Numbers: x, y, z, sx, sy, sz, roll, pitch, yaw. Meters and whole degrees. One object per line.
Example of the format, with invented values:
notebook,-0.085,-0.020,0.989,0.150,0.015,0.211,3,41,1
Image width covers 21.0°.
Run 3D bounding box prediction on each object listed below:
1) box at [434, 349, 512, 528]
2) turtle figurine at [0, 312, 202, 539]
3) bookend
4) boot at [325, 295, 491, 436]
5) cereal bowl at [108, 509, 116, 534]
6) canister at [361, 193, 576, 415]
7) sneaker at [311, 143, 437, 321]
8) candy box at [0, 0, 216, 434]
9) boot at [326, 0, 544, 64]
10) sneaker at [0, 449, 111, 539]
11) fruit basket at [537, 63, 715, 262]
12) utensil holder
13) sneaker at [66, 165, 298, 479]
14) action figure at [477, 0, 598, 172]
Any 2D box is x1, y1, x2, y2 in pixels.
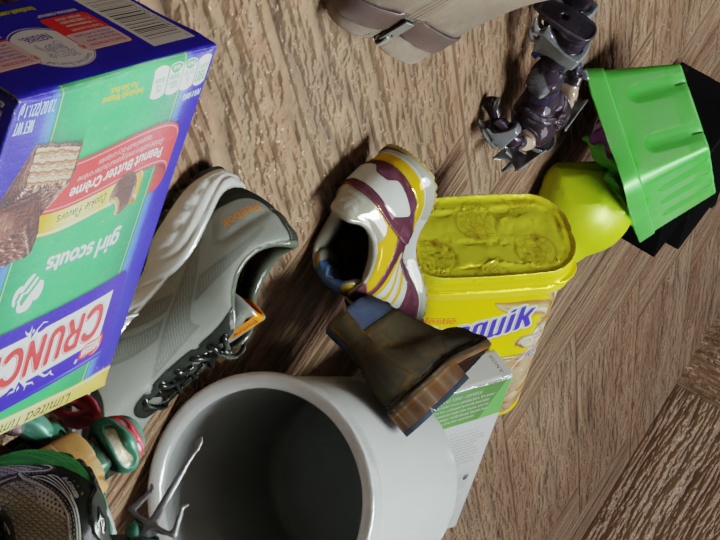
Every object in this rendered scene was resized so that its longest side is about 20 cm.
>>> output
box,0.036,0.157,1.600,0.144,0.036,0.200,-13,142,-28
turtle figurine,-0.169,0.118,1.050,0.200,0.150,0.101,-37,169,-35
bookend,0.333,-0.091,2.181,0.199,0.092,0.200,-50,161,-27
boot,0.036,0.049,1.417,0.075,0.097,0.200,-43,179,13
cereal bowl,-0.207,0.212,1.149,0.200,0.083,0.200,-52,159,-28
canister,0.084,0.036,1.601,0.148,0.087,0.200,-4,141,-14
sneaker,0.000,0.000,1.438,0.090,0.075,0.201,-38,147,-33
candy box,-0.165,-0.021,0.910,0.169,0.077,0.201,-28,145,-60
boot,0.080,-0.182,1.233,0.199,0.070,0.146,20,133,-40
sneaker,-0.202,0.131,0.886,0.085,0.199,0.078,1,76,-67
fruit basket,0.239,-0.096,1.895,0.215,0.156,0.216,-14,164,-4
utensil holder,-0.033,0.157,1.392,0.171,0.170,0.200,-63,160,8
sneaker,-0.109,0.039,1.163,0.201,0.079,0.074,-60,165,2
action figure,0.154,-0.162,1.614,0.130,0.069,0.200,-57,168,-35
